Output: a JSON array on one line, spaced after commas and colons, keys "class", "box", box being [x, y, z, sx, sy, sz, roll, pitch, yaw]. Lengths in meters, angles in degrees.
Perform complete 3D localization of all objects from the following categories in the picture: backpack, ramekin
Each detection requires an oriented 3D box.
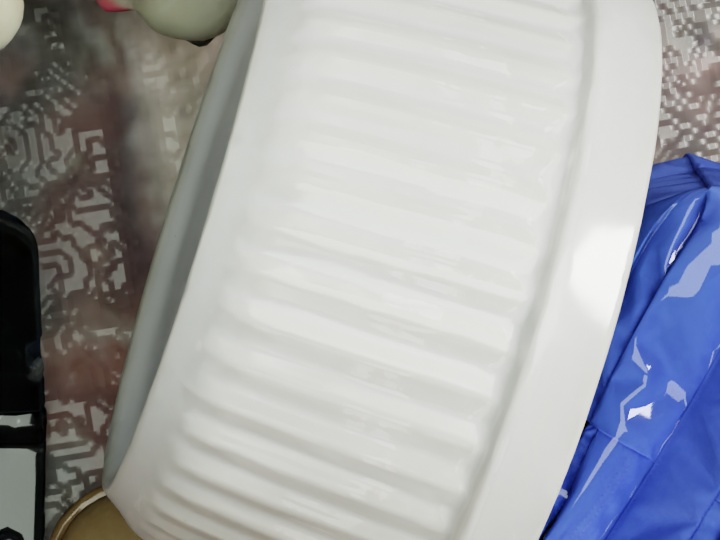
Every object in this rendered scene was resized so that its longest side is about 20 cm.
[{"class": "backpack", "box": [0.115, 0.077, 0.811, 0.167, 0.163, 0.201, 25, 99, 3]}, {"class": "ramekin", "box": [0.000, 0.000, 0.767, 0.104, 0.200, 0.201, 17, 87, -9]}]

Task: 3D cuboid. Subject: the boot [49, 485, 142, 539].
[{"class": "boot", "box": [-0.020, 0.128, 0.774, 0.175, 0.200, 0.066, 40, 87, -1]}]

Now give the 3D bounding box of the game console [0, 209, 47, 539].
[{"class": "game console", "box": [-0.193, 0.068, 0.807, 0.199, 0.118, 0.172, 1, 87, -3]}]

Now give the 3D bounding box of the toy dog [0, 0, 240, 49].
[{"class": "toy dog", "box": [-0.084, -0.152, 0.822, 0.200, 0.140, 0.194, 35, 87, -12]}]
